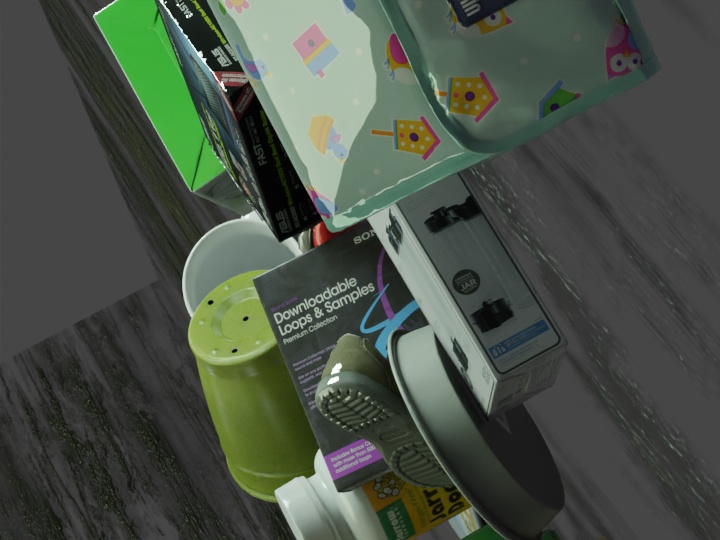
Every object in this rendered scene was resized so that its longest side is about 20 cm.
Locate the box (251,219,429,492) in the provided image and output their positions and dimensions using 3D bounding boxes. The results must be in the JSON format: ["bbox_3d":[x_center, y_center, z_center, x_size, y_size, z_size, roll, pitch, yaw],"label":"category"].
[{"bbox_3d":[0.007,0.067,1.725,0.201,0.143,0.036,67,-161,12],"label":"box"}]

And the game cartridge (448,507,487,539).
[{"bbox_3d":[0.105,0.220,2.018,0.133,0.041,0.200,46,162,46],"label":"game cartridge"}]

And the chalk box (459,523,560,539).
[{"bbox_3d":[0.144,0.316,1.809,0.200,0.124,0.124,57,170,20],"label":"chalk box"}]

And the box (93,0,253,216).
[{"bbox_3d":[-0.147,-0.166,1.960,0.200,0.096,0.176,60,-171,13],"label":"box"}]

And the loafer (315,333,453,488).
[{"bbox_3d":[0.040,0.110,1.618,0.200,0.075,0.070,42,-139,-44],"label":"loafer"}]

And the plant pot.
[{"bbox_3d":[-0.087,0.108,2.168,0.200,0.200,0.193,52,172,48],"label":"plant pot"}]

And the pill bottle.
[{"bbox_3d":[0.030,0.182,1.802,0.113,0.199,0.113,60,171,16],"label":"pill bottle"}]

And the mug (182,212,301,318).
[{"bbox_3d":[-0.120,0.006,2.369,0.175,0.147,0.201,71,-161,-77],"label":"mug"}]

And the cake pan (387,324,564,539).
[{"bbox_3d":[0.094,0.121,1.579,0.200,0.037,0.200,50,-164,-19],"label":"cake pan"}]

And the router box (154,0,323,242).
[{"bbox_3d":[-0.097,-0.142,1.724,0.150,0.062,0.200,54,168,37],"label":"router box"}]

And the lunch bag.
[{"bbox_3d":[0.037,-0.135,1.027,0.200,0.122,0.171,-22,98,40],"label":"lunch bag"}]

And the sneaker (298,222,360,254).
[{"bbox_3d":[0.000,0.000,1.896,0.085,0.077,0.201,9,122,31],"label":"sneaker"}]

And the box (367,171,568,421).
[{"bbox_3d":[0.071,0.000,1.499,0.200,0.060,0.117,59,170,17],"label":"box"}]

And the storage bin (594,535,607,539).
[{"bbox_3d":[0.155,0.345,1.610,0.201,0.198,0.094,67,173,-30],"label":"storage bin"}]
